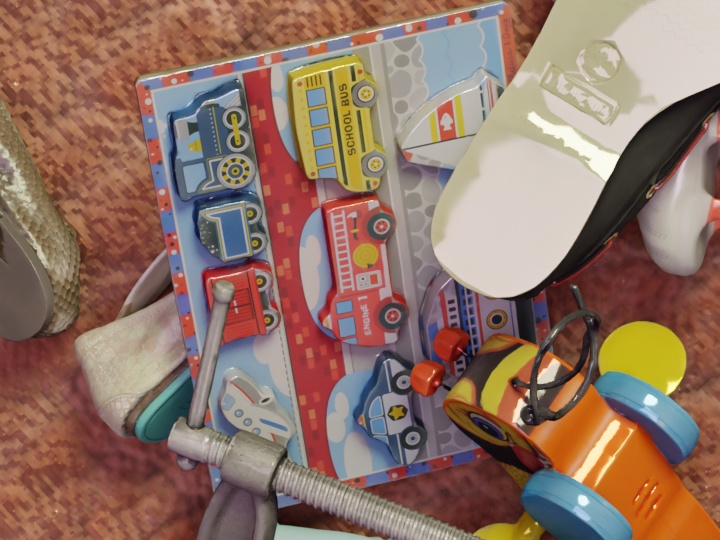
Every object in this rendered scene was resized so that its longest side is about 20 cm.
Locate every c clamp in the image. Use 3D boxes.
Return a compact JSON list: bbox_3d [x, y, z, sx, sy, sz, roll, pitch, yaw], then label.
[{"bbox_3d":[0.009,0.115,0.988,0.200,0.027,0.171,26,126,7],"label":"c clamp"}]

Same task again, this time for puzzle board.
[{"bbox_3d":[0.000,0.000,1.038,0.150,0.017,0.200,-12,117,-7],"label":"puzzle board"}]

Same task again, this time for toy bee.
[{"bbox_3d":[0.080,0.059,1.032,0.109,0.131,0.200,24,138,39],"label":"toy bee"}]

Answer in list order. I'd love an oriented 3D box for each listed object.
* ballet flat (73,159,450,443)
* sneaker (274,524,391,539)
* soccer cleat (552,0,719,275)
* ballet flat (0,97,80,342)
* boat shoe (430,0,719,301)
[{"bbox_3d":[-0.039,-0.008,1.076,0.200,0.067,0.062,-38,67,6],"label":"ballet flat"},{"bbox_3d":[0.003,0.203,1.076,0.130,0.080,0.200,-1,94,8],"label":"sneaker"},{"bbox_3d":[0.114,-0.097,1.054,0.077,0.069,0.200,-2,87,12],"label":"soccer cleat"},{"bbox_3d":[-0.171,-0.062,1.099,0.067,0.046,0.200,-34,83,38],"label":"ballet flat"},{"bbox_3d":[0.102,-0.075,0.988,0.074,0.063,0.201,39,100,10],"label":"boat shoe"}]
